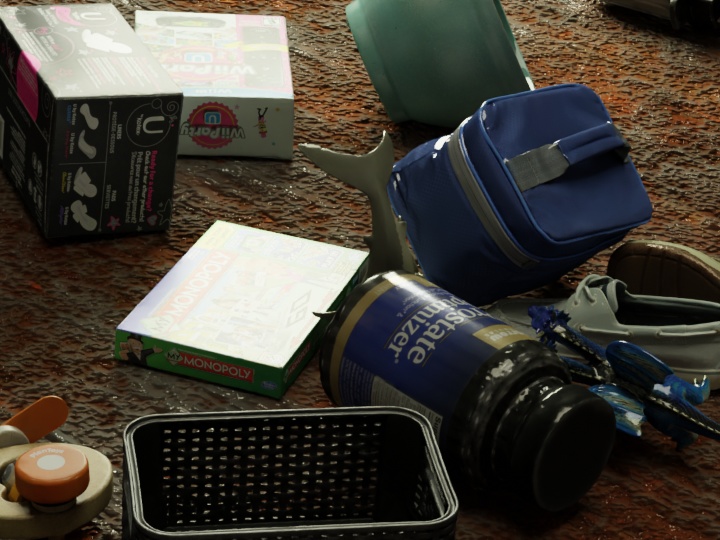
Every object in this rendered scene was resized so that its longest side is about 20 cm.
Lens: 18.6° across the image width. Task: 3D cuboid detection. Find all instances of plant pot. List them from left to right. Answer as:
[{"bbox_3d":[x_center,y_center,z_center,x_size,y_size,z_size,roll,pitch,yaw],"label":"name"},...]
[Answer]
[{"bbox_3d":[0.068,-0.214,2.028,0.134,0.201,0.200,-22,27,8],"label":"plant pot"}]

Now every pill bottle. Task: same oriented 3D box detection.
[{"bbox_3d":[0.075,0.085,1.526,0.112,0.112,0.200,-22,37,-39],"label":"pill bottle"}]

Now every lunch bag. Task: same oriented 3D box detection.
[{"bbox_3d":[0.137,-0.064,1.722,0.132,0.136,0.200,-32,-9,39],"label":"lunch bag"}]

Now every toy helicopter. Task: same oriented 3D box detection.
[{"bbox_3d":[-0.260,0.135,1.430,0.200,0.079,0.132,0,28,-1],"label":"toy helicopter"}]

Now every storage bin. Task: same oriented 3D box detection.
[{"bbox_3d":[-0.048,0.162,1.388,0.200,0.094,0.135,-1,28,-10],"label":"storage bin"}]

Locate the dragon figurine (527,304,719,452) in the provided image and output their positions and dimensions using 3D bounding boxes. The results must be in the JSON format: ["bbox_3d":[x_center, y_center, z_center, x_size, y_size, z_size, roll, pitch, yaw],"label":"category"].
[{"bbox_3d":[0.197,0.085,1.553,0.200,0.059,0.099,29,6,39],"label":"dragon figurine"}]

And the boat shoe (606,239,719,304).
[{"bbox_3d":[0.291,0.030,1.715,0.202,0.075,0.075,26,21,25],"label":"boat shoe"}]

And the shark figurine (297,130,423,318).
[{"bbox_3d":[0.002,0.001,1.640,0.089,0.215,0.128,-16,58,-4],"label":"shark figurine"}]

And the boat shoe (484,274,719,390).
[{"bbox_3d":[0.190,0.037,1.671,0.200,0.072,0.070,9,29,12],"label":"boat shoe"}]

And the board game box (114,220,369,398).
[{"bbox_3d":[-0.088,0.026,1.702,0.134,0.029,0.200,13,29,14],"label":"board game box"}]

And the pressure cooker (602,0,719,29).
[{"bbox_3d":[0.345,-0.346,2.299,0.200,0.176,0.179,21,16,27],"label":"pressure cooker"}]

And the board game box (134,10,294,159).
[{"bbox_3d":[-0.137,-0.173,2.030,0.147,0.064,0.200,1,29,-5],"label":"board game box"}]

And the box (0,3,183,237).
[{"bbox_3d":[-0.235,-0.129,1.862,0.114,0.132,0.200,-4,29,-23],"label":"box"}]
